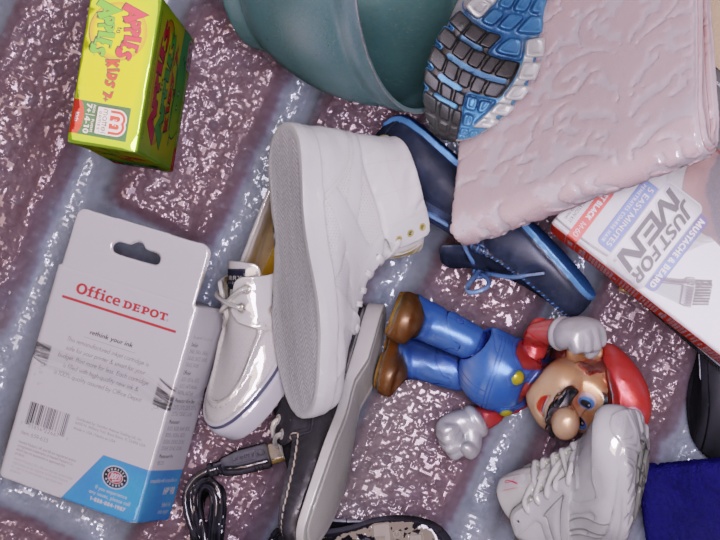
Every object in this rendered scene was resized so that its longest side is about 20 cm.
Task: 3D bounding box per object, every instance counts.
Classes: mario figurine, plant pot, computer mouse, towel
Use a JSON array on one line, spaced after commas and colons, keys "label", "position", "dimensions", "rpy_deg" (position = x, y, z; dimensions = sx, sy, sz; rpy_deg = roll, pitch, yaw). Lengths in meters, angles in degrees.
[{"label": "mario figurine", "position": [0.109, 0.083, 1.248], "dimensions": [0.198, 0.124, 0.107], "rpy_deg": [14, 74, 5]}, {"label": "plant pot", "position": [-0.015, -0.214, 1.228], "dimensions": [0.133, 0.200, 0.202], "rpy_deg": [5, 89, 27]}, {"label": "computer mouse", "position": [0.256, 0.038, 1.281], "dimensions": [0.139, 0.046, 0.202], "rpy_deg": [11, 90, -1]}, {"label": "towel", "position": [0.153, -0.122, 1.196], "dimensions": [0.199, 0.032, 0.192], "rpy_deg": [-21, 46, 35]}, {"label": "towel", "position": [0.278, 0.227, 1.247], "dimensions": [0.049, 0.147, 0.202], "rpy_deg": [-16, 92, -42]}, {"label": "computer mouse", "position": [-0.033, 0.192, 1.280], "dimensions": [0.198, 0.046, 0.142], "rpy_deg": [-11, 85, 5]}]

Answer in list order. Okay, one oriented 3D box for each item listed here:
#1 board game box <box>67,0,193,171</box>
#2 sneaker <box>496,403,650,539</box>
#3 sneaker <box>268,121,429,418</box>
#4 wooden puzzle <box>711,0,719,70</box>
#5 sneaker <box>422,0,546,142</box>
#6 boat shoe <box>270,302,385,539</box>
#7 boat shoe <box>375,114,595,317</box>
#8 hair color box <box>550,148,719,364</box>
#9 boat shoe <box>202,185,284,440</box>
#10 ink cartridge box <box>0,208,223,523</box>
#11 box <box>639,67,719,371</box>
[{"label": "board game box", "position": [-0.155, -0.127, 1.208], "dimensions": [0.047, 0.200, 0.102], "rpy_deg": [10, 90, 0]}, {"label": "sneaker", "position": [0.144, 0.158, 1.220], "dimensions": [0.099, 0.201, 0.078], "rpy_deg": [15, 51, 9]}, {"label": "sneaker", "position": [0.000, 0.000, 1.212], "dimensions": [0.115, 0.073, 0.202], "rpy_deg": [1, 87, -32]}, {"label": "wooden puzzle", "position": [0.223, -0.154, 1.292], "dimensions": [0.198, 0.037, 0.187], "rpy_deg": [2, 90, 5]}, {"label": "sneaker", "position": [0.097, -0.180, 1.237], "dimensions": [0.075, 0.087, 0.201], "rpy_deg": [25, 82, -6]}, {"label": "boat shoe", "position": [-0.032, 0.103, 1.241], "dimensions": [0.060, 0.074, 0.201], "rpy_deg": [10, 59, 10]}, {"label": "boat shoe", "position": [0.083, -0.028, 1.277], "dimensions": [0.200, 0.084, 0.069], "rpy_deg": [43, 98, 17]}, {"label": "hair color box", "position": [0.240, -0.012, 1.191], "dimensions": [0.200, 0.064, 0.111], "rpy_deg": [38, 91, 6]}, {"label": "boat shoe", "position": [-0.073, 0.019, 1.243], "dimensions": [0.070, 0.071, 0.201], "rpy_deg": [38, 69, -39]}, {"label": "ink cartridge box", "position": [-0.171, 0.068, 1.259], "dimensions": [0.115, 0.067, 0.202], "rpy_deg": [16, 89, 18]}, {"label": "box", "position": [0.264, -0.027, 1.243], "dimensions": [0.200, 0.044, 0.160], "rpy_deg": [42, 92, 7]}]
